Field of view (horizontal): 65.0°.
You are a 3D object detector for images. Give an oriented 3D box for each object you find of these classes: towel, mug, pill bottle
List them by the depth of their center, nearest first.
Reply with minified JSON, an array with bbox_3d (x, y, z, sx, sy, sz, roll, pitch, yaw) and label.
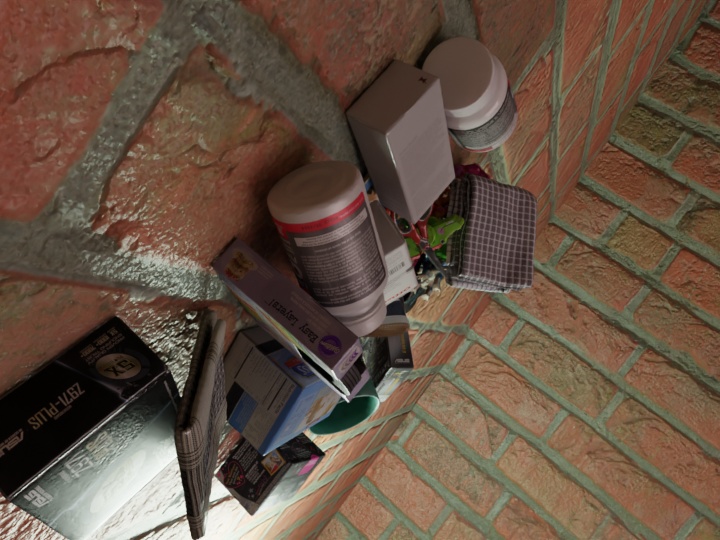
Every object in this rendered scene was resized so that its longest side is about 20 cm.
[{"bbox_3d":[-0.177,0.173,0.662,0.200,0.034,0.194,-98,-169,-55],"label":"towel"},{"bbox_3d":[-0.028,-0.018,0.674,0.111,0.110,0.201,-41,131,-30],"label":"pill bottle"},{"bbox_3d":[0.159,-0.248,0.814,0.114,0.114,0.200,-56,161,10],"label":"pill bottle"},{"bbox_3d":[0.238,-0.062,1.029,0.165,0.085,0.201,10,81,-29],"label":"towel"},{"bbox_3d":[-0.063,0.242,1.130,0.184,0.115,0.152,7,134,-39],"label":"mug"}]

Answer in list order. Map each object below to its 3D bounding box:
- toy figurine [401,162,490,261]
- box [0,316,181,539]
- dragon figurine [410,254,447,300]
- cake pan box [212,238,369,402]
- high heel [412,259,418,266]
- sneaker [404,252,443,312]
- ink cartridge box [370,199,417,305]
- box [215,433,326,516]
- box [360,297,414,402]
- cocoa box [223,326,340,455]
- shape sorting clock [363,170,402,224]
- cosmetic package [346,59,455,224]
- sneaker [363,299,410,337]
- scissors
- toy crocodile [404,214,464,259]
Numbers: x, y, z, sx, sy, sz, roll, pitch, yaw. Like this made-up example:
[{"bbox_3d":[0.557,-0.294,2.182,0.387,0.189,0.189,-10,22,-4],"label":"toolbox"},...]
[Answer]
[{"bbox_3d":[0.182,-0.132,1.110,0.200,0.150,0.185,35,78,-47],"label":"toy figurine"},{"bbox_3d":[-0.271,0.171,0.583,0.164,0.086,0.201,-41,158,-30],"label":"box"},{"bbox_3d":[0.150,-0.004,1.146,0.100,0.059,0.200,-61,178,-27],"label":"dragon figurine"},{"bbox_3d":[-0.074,0.070,0.694,0.052,0.200,0.184,-48,162,-13],"label":"cake pan box"},{"bbox_3d":[0.093,-0.015,1.122,0.096,0.067,0.200,-26,154,-35],"label":"high heel"},{"bbox_3d":[0.131,0.018,1.272,0.200,0.075,0.079,-53,159,-1],"label":"sneaker"},{"bbox_3d":[0.000,0.000,0.861,0.146,0.086,0.200,-32,161,-1],"label":"ink cartridge box"},{"bbox_3d":[-0.178,0.392,1.144,0.132,0.115,0.200,-51,160,0],"label":"box"},{"bbox_3d":[0.048,0.168,1.183,0.048,0.159,0.200,4,147,-16],"label":"box"},{"bbox_3d":[-0.111,0.168,0.881,0.134,0.131,0.200,-59,160,18],"label":"cocoa box"},{"bbox_3d":[0.039,-0.106,0.895,0.200,0.039,0.200,-45,159,-22],"label":"shape sorting clock"},{"bbox_3d":[0.061,-0.163,0.754,0.102,0.071,0.200,-48,152,-12],"label":"cosmetic package"},{"bbox_3d":[-0.006,0.065,1.056,0.199,0.109,0.070,5,148,-31],"label":"sneaker"},{"bbox_3d":[0.098,-0.045,0.936,0.073,0.014,0.201,-24,135,-5],"label":"scissors"},{"bbox_3d":[0.091,-0.044,0.994,0.199,0.062,0.068,-24,-170,20],"label":"toy crocodile"}]
